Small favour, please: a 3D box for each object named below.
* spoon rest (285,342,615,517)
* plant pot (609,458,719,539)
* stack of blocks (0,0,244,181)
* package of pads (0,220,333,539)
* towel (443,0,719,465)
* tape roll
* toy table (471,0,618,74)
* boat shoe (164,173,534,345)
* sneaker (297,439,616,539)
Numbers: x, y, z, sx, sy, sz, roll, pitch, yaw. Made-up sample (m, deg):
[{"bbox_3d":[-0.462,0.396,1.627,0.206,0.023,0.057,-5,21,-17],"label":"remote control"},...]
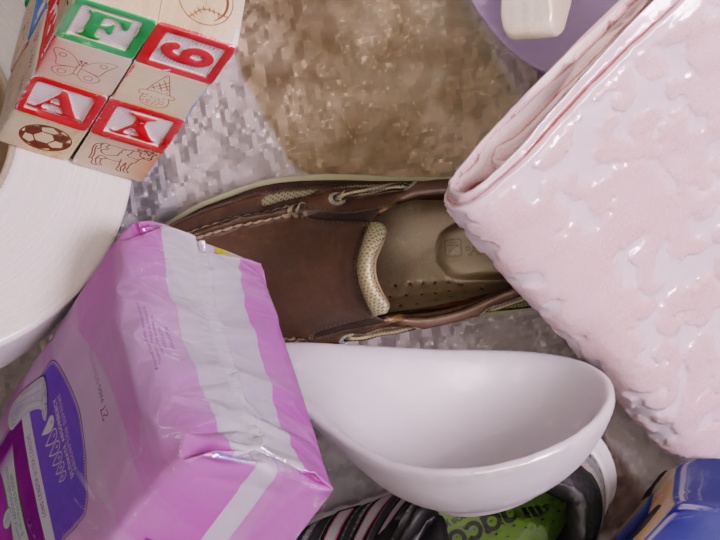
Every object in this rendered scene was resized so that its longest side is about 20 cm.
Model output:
[{"bbox_3d":[0.001,0.058,0.803,0.199,0.099,0.061,-6,111,28],"label":"spoon rest"},{"bbox_3d":[0.141,0.187,0.778,0.180,0.200,0.200,40,98,6],"label":"plant pot"},{"bbox_3d":[-0.077,-0.150,0.777,0.058,0.115,0.201,16,64,-17],"label":"stack of blocks"},{"bbox_3d":[-0.095,0.093,0.774,0.075,0.121,0.200,18,125,-30],"label":"package of pads"},{"bbox_3d":[0.150,-0.035,0.806,0.191,0.032,0.200,-45,128,0],"label":"towel"},{"bbox_3d":[-0.184,-0.051,0.777,0.201,0.037,0.204,10,64,-20],"label":"tape roll"},{"bbox_3d":[0.075,-0.177,0.797,0.183,0.117,0.201,-15,82,18],"label":"toy table"},{"bbox_3d":[-0.001,-0.006,0.837,0.201,0.075,0.075,-11,91,-1],"label":"boat shoe"},{"bbox_3d":[0.016,0.124,0.832,0.199,0.087,0.074,-30,91,1],"label":"sneaker"}]
